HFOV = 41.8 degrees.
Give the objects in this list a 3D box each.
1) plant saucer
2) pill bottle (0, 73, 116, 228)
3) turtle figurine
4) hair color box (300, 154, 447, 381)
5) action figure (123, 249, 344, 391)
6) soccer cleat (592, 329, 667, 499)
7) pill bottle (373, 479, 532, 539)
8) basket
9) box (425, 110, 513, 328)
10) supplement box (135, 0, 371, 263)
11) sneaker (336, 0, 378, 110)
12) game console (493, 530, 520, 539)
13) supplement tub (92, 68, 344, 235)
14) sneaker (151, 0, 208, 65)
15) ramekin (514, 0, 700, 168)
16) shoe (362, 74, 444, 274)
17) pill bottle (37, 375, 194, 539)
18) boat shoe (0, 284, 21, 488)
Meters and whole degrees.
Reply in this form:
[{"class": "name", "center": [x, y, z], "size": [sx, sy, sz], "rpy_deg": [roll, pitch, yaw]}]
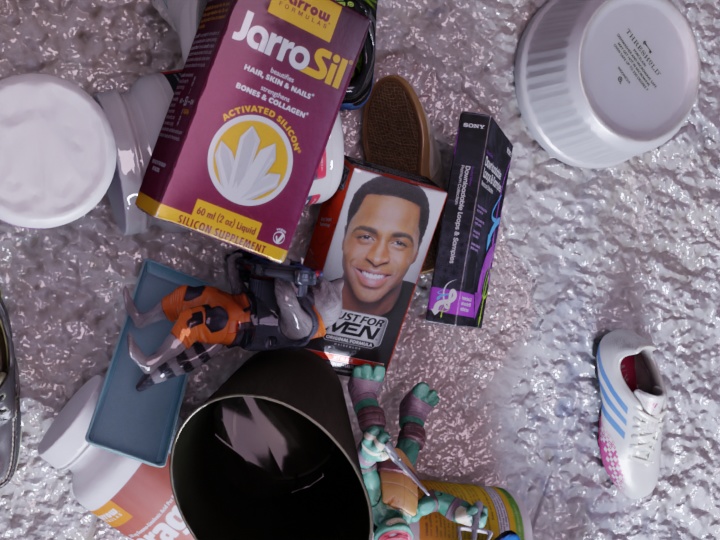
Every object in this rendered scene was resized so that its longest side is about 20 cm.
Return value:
[{"class": "plant saucer", "center": [-0.184, 0.079, 0.833], "size": [0.069, 0.019, 0.201], "rpy_deg": [22, 45, -16]}, {"class": "pill bottle", "center": [-0.262, -0.089, 0.758], "size": [0.111, 0.200, 0.114], "rpy_deg": [-1, 93, -20]}, {"class": "turtle figurine", "center": [0.036, 0.185, 0.857], "size": [0.100, 0.201, 0.150], "rpy_deg": [-33, 128, 23]}, {"class": "hair color box", "center": [0.000, 0.000, 0.911], "size": [0.100, 0.061, 0.202], "rpy_deg": [12, 105, -21]}, {"class": "action figure", "center": [-0.108, 0.036, 0.830], "size": [0.191, 0.200, 0.106], "rpy_deg": [-8, 98, -13]}, {"class": "soccer cleat", "center": [0.308, 0.167, 1.053], "size": [0.069, 0.086, 0.202], "rpy_deg": [-14, 98, -20]}, {"class": "pill bottle", "center": [0.063, 0.269, 0.950], "size": [0.198, 0.111, 0.112], "rpy_deg": [10, 89, -21]}, {"class": "basket", "center": [-0.068, 0.149, 0.804], "size": [0.136, 0.200, 0.181], "rpy_deg": [-37, 101, 7]}, {"class": "box", "center": [0.112, -0.044, 0.944], "size": [0.036, 0.143, 0.203], "rpy_deg": [8, 89, 18]}, {"class": "supplement box", "center": [-0.085, -0.122, 0.732], "size": [0.109, 0.086, 0.202], "rpy_deg": [20, 92, -26]}, {"class": "sneaker", "center": [-0.013, -0.257, 0.906], "size": [0.070, 0.083, 0.202], "rpy_deg": [-3, 93, -2]}, {"class": "game console", "center": [0.086, 0.338, 0.929], "size": [0.201, 0.169, 0.119], "rpy_deg": [58, 43, -41]}, {"class": "supplement tub", "center": [-0.126, -0.113, 0.842], "size": [0.198, 0.140, 0.142], "rpy_deg": [-14, 98, -20]}, {"class": "sneaker", "center": [-0.142, -0.232, 0.828], "size": [0.070, 0.080, 0.202], "rpy_deg": [37, 37, -44]}, {"class": "ramekin", "center": [0.274, -0.212, 1.017], "size": [0.200, 0.094, 0.205], "rpy_deg": [-1, 93, -21]}, {"class": "shoe", "center": [0.049, -0.097, 0.963], "size": [0.069, 0.053, 0.202], "rpy_deg": [-9, 95, 22]}, {"class": "pill bottle", "center": [-0.184, 0.188, 0.851], "size": [0.200, 0.112, 0.113], "rpy_deg": [41, 79, -18]}, {"class": "boat shoe", "center": [-0.333, 0.097, 0.813], "size": [0.072, 0.065, 0.203], "rpy_deg": [-9, 97, -22]}]
